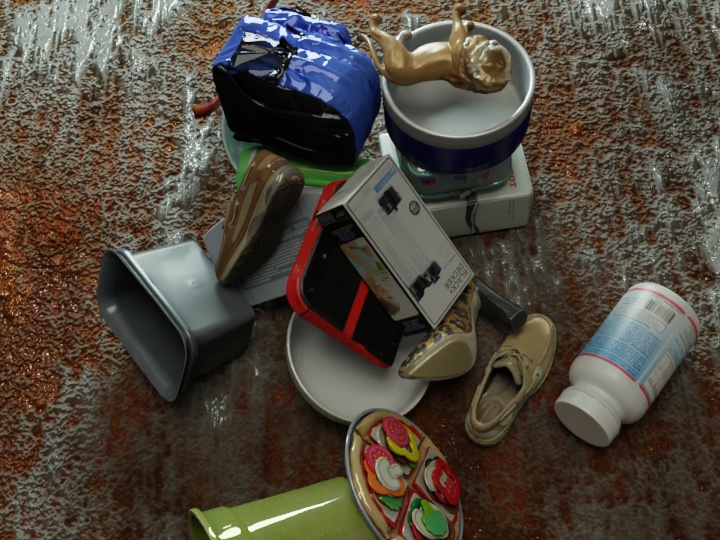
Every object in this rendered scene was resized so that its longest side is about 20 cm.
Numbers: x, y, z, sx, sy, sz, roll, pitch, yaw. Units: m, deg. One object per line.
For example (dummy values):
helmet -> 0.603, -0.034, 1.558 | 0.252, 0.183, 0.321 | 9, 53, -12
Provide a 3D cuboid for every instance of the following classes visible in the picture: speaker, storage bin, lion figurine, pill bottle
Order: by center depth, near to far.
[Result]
lion figurine -> 0.090, -0.266, 1.318 | 0.198, 0.073, 0.124 | -8, 65, 15
pill bottle -> 0.334, 0.120, 1.321 | 0.108, 0.109, 0.200 | 34, 68, 22
storage bin -> -0.242, 0.060, 1.399 | 0.133, 0.146, 0.200 | -20, 56, -39
speaker -> -0.065, -0.121, 1.432 | 0.197, 0.089, 0.089 | 8, 61, 10

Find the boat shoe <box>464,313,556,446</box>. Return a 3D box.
boat shoe -> 0.197, 0.131, 1.349 | 0.072, 0.065, 0.201 | 28, 65, 19

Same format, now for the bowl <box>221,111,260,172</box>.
bowl -> -0.092, -0.209, 1.520 | 0.198, 0.105, 0.203 | 2, 101, 11

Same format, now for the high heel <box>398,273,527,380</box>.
high heel -> 0.101, 0.072, 1.372 | 0.199, 0.072, 0.142 | -26, 37, -25

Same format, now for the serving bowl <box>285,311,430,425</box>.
serving bowl -> -0.007, 0.113, 1.361 | 0.198, 0.066, 0.202 | 9, 61, -16

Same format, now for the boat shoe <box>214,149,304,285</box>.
boat shoe -> -0.141, -0.069, 1.353 | 0.072, 0.201, 0.075 | 45, 30, 22

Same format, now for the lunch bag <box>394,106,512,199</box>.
lunch bag -> 0.125, -0.192, 1.440 | 0.158, 0.077, 0.202 | -10, 58, -3

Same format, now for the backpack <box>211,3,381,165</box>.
backpack -> -0.068, -0.243, 1.361 | 0.198, 0.163, 0.169 | 22, 71, 17

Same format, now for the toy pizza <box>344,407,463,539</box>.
toy pizza -> 0.060, 0.250, 1.235 | 0.032, 0.199, 0.202 | -36, 54, 30

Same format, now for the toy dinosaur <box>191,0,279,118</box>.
toy dinosaur -> -0.192, -0.306, 1.594 | 0.104, 0.202, 0.181 | 8, 27, 27

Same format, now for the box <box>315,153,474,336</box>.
box -> 0.047, -0.031, 1.326 | 0.201, 0.060, 0.117 | 54, 51, -15

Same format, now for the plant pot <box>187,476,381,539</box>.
plant pot -> -0.076, 0.332, 1.200 | 0.183, 0.201, 0.201 | -21, 59, -21

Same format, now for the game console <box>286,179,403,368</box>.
game console -> 0.000, 0.000, 1.338 | 0.031, 0.176, 0.202 | -17, 44, 48

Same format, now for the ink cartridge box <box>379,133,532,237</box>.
ink cartridge box -> 0.134, -0.129, 1.495 | 0.197, 0.083, 0.148 | -8, 59, 1

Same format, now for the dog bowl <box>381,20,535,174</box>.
dog bowl -> 0.127, -0.228, 1.370 | 0.197, 0.079, 0.202 | -1, 59, 2

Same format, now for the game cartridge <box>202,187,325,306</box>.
game cartridge -> -0.111, -0.034, 1.405 | 0.198, 0.135, 0.040 | -17, 13, 25
